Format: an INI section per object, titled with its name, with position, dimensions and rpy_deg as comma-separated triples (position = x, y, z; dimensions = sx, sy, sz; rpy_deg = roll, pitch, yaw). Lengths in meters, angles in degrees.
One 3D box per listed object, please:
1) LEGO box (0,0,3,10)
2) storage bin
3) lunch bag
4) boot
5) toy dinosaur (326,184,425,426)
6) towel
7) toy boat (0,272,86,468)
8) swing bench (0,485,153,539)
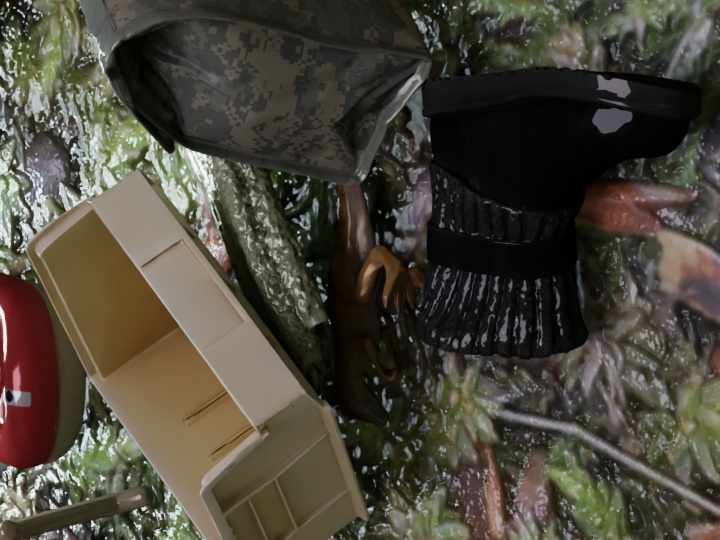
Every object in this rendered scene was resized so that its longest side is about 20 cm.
[LEGO box]
position = -0.365, -0.153, 1.888
dimensions = 0.199, 0.077, 0.150
rpy_deg = 21, 118, -3
[storage bin]
position = -0.097, 0.069, 1.650
dimensions = 0.200, 0.093, 0.199
rpy_deg = 52, 170, 27
[lunch bag]
position = -0.081, -0.150, 1.555
dimensions = 0.118, 0.199, 0.165
rpy_deg = -57, 37, 34
[boot]
position = 0.108, -0.030, 1.497
dimensions = 0.211, 0.079, 0.159
rpy_deg = 1, 92, 56
[toy dinosaur]
position = 0.000, 0.000, 1.632
dimensions = 0.106, 0.060, 0.202
rpy_deg = 8, 103, 46
[towel]
position = -0.064, -0.022, 1.655
dimensions = 0.148, 0.036, 0.201
rpy_deg = 96, 152, -75
[toy boat]
position = -0.282, 0.069, 1.883
dimensions = 0.199, 0.130, 0.132
rpy_deg = 13, 107, 44
[swing bench]
position = -0.224, 0.270, 1.862
dimensions = 0.199, 0.129, 0.200
rpy_deg = -20, 84, 46
